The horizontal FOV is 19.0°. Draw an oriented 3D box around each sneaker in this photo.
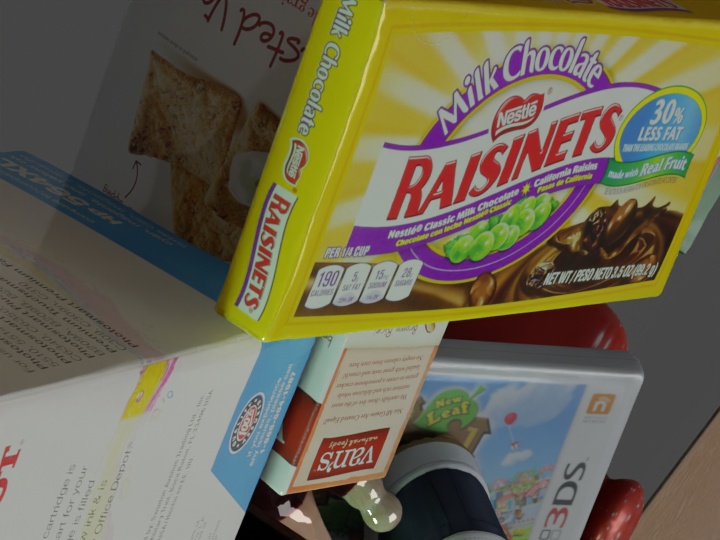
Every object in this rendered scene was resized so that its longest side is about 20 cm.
[{"bbox_3d":[0.041,0.182,0.933,0.070,0.109,0.201,-12,127,-12],"label":"sneaker"}]

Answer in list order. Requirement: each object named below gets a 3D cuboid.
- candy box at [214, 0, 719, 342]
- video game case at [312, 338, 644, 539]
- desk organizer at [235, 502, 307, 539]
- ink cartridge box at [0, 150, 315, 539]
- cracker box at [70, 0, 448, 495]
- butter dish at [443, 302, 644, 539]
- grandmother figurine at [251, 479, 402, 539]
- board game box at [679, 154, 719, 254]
[{"bbox_3d":[0.046,-0.035,0.640,0.199,0.026,0.103,-5,120,-49],"label":"candy box"},{"bbox_3d":[0.010,0.109,0.954,0.199,0.022,0.183,4,121,-22],"label":"video game case"},{"bbox_3d":[-0.053,0.108,0.733,0.072,0.199,0.077,-55,156,-11],"label":"desk organizer"},{"bbox_3d":[-0.126,0.051,0.597,0.200,0.125,0.129,-9,125,-63],"label":"ink cartridge box"},{"bbox_3d":[-0.019,-0.048,0.692,0.057,0.134,0.201,-5,122,-50],"label":"cracker box"},{"bbox_3d":[0.072,0.091,1.060,0.199,0.147,0.201,-37,149,-44],"label":"butter dish"},{"bbox_3d":[-0.042,0.090,0.856,0.061,0.120,0.201,-74,153,-52],"label":"grandmother figurine"},{"bbox_3d":[0.171,-0.109,1.079,0.201,0.029,0.134,-60,-157,-4],"label":"board game box"}]
